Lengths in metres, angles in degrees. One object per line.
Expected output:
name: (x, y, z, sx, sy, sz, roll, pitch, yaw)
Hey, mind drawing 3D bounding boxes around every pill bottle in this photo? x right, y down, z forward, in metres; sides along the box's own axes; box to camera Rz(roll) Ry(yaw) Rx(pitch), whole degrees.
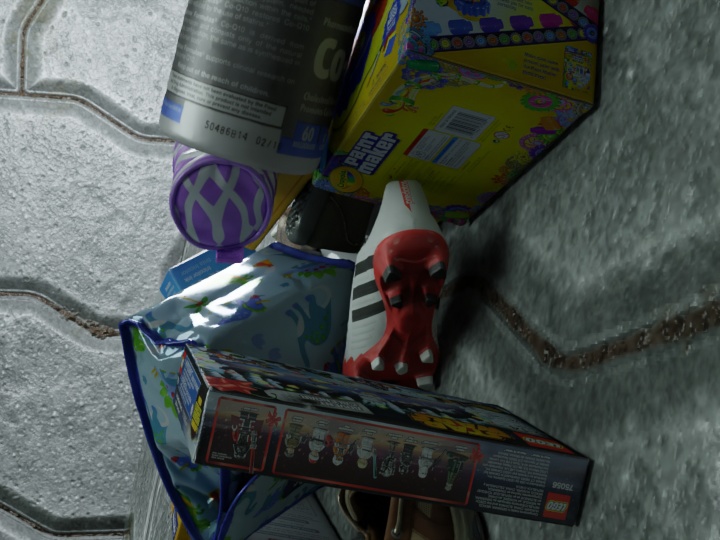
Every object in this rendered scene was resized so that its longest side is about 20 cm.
pill bottle: (-0.055, -0.174, 0.749, 0.114, 0.113, 0.201, -125, 50, -71)

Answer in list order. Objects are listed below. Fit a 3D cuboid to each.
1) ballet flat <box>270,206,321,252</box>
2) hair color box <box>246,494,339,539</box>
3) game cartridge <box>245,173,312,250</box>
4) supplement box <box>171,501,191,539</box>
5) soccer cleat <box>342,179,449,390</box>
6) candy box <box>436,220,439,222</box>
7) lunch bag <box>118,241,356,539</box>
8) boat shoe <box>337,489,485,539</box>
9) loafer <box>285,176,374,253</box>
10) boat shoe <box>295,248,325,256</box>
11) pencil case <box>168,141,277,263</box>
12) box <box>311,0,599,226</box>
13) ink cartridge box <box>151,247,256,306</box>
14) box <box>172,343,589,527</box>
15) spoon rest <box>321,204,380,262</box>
ballet flat: (-0.060, -0.017, 1.148, 0.068, 0.067, 0.200, -55, -6, -21)
hair color box: (-0.078, 0.241, 1.002, 0.200, 0.098, 0.061, -152, 76, -75)
game cartridge: (-0.041, -0.137, 0.968, 0.176, 0.032, 0.201, -46, 24, 49)
supplement box: (-0.126, 0.190, 1.210, 0.109, 0.109, 0.201, -120, 44, -70)
soccer cleat: (0.024, 0.023, 0.813, 0.201, 0.068, 0.086, 98, 169, -49)
candy box: (0.058, -0.126, 0.940, 0.102, 0.026, 0.201, 125, 154, -64)
lunch bag: (-0.076, 0.104, 0.892, 0.127, 0.170, 0.201, 17, 123, 42)
boat shoe: (0.024, 0.140, 0.748, 0.200, 0.071, 0.076, -114, 39, -67)
loafer: (0.009, -0.102, 0.924, 0.201, 0.069, 0.075, -63, 14, -3)
boat shoe: (-0.051, 0.037, 1.092, 0.200, 0.068, 0.057, 81, -174, -68)
pencil case: (-0.103, -0.095, 0.895, 0.200, 0.083, 0.086, -89, 3, -57)
box: (0.062, -0.165, 0.767, 0.200, 0.121, 0.194, 133, 148, -63)
ink cartridge box: (-0.105, 0.083, 1.060, 0.201, 0.084, 0.145, 59, 159, 4)
box: (0.004, 0.086, 0.615, 0.137, 0.199, 0.040, -156, 79, -75)
spoon rest: (0.000, 0.000, 0.988, 0.200, 0.060, 0.100, -99, 25, -57)
